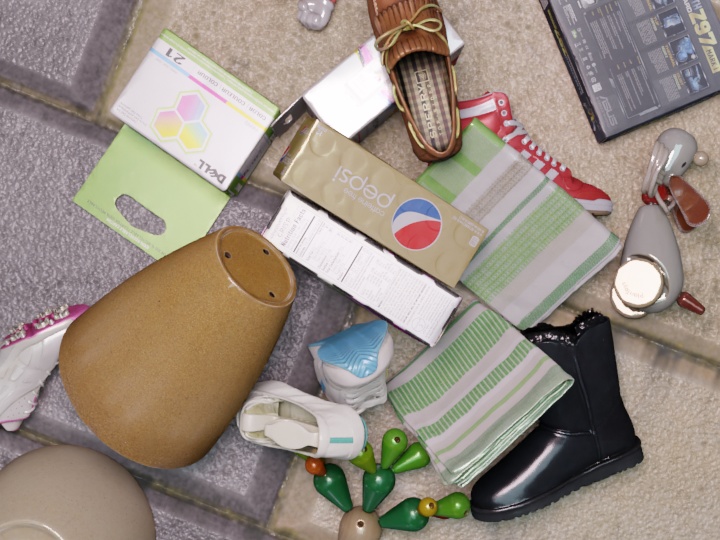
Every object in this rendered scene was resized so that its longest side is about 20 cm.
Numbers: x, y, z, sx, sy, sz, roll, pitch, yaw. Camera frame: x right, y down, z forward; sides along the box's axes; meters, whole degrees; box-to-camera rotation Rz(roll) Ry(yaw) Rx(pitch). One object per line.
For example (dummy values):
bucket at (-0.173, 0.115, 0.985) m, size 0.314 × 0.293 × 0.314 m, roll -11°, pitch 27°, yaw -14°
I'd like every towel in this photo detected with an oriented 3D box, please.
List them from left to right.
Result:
towel at (0.105, 0.114, 1.116) m, size 0.152 × 0.200 × 0.023 m, roll -43°, pitch 117°, yaw 0°
towel at (0.143, -0.044, 1.147) m, size 0.199 × 0.031 × 0.149 m, roll 39°, pitch 118°, yaw -11°

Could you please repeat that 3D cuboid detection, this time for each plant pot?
plant pot at (-0.156, 0.054, 1.080) m, size 0.186 × 0.186 × 0.200 m, roll 46°, pitch 120°, yaw 1°

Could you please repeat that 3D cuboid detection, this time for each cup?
cup at (-0.316, 0.285, 1.137) m, size 0.198 × 0.143 × 0.203 m, roll 0°, pitch 90°, yaw 1°

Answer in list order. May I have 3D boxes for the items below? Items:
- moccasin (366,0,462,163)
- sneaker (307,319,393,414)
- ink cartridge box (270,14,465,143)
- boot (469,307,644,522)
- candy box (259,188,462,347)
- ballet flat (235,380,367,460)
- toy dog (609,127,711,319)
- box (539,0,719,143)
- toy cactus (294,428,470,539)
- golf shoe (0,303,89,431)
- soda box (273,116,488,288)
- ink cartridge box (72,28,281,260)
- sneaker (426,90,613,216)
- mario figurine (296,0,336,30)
moccasin at (0.049, -0.200, 1.056) m, size 0.073 × 0.078 × 0.204 m, roll -9°, pitch 90°, yaw 0°
sneaker at (-0.001, 0.098, 1.110) m, size 0.076 × 0.200 × 0.082 m, roll -22°, pitch 91°, yaw -7°
ink cartridge box at (0.006, -0.181, 1.154) m, size 0.199 × 0.116 × 0.068 m, roll -39°, pitch 90°, yaw 1°
boot at (0.181, 0.144, 1.158) m, size 0.198 × 0.076 × 0.170 m, roll -21°, pitch 99°, yaw -7°
candy box at (0.000, 0.000, 1.142) m, size 0.199 × 0.136 × 0.061 m, roll 33°, pitch 89°, yaw 1°
ballet flat at (-0.079, 0.148, 1.118) m, size 0.069 × 0.199 × 0.070 m, roll -4°, pitch 96°, yaw -42°
toy dog at (0.320, -0.034, 1.152) m, size 0.095 × 0.132 × 0.202 m, roll 17°, pitch 108°, yaw 12°
box at (0.285, -0.255, 1.185) m, size 0.156 × 0.051 × 0.202 m, roll -23°, pitch 89°, yaw 0°
toy cactus at (0.009, 0.229, 1.174) m, size 0.198 × 0.102 × 0.167 m, roll 18°, pitch 108°, yaw -2°
golf shoe at (-0.353, 0.108, 1.183) m, size 0.199 × 0.075 × 0.092 m, roll -30°, pitch 105°, yaw 2°
soda box at (0.018, -0.065, 1.082) m, size 0.199 × 0.064 × 0.068 m, roll 32°, pitch 93°, yaw -15°
ink cartridge box at (-0.193, -0.118, 1.174) m, size 0.147 × 0.076 × 0.201 m, roll 34°, pitch 88°, yaw 1°
sneaker at (0.171, -0.121, 1.175) m, size 0.198 × 0.071 × 0.114 m, roll 11°, pitch 87°, yaw -3°
mario figurine at (-0.019, -0.319, 1.162) m, size 0.197 × 0.106 × 0.125 m, roll -9°, pitch 91°, yaw -1°
